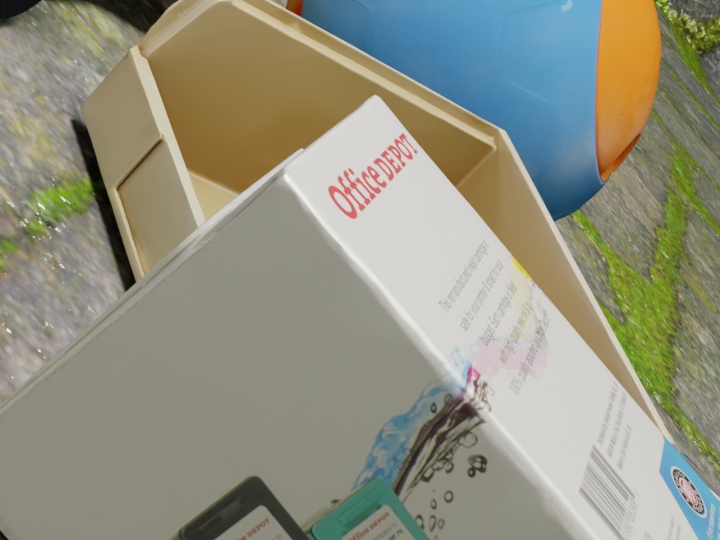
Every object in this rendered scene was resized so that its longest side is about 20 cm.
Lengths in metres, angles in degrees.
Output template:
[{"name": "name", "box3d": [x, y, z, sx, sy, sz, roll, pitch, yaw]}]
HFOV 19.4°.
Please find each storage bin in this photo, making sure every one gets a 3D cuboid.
[{"name": "storage bin", "box3d": [0.000, 0.000, 0.879, 0.198, 0.094, 0.200, 25, 30, -40]}]

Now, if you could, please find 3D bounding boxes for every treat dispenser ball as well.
[{"name": "treat dispenser ball", "box3d": [0.057, -0.115, 1.112, 0.201, 0.201, 0.201, 45, 18, -19]}]

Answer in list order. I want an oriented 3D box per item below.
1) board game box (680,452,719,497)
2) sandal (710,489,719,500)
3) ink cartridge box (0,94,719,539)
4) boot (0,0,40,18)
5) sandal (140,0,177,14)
[{"name": "board game box", "box3d": [0.205, 0.183, 1.027, 0.148, 0.064, 0.200, 47, 0, -12]}, {"name": "sandal", "box3d": [0.092, 0.081, 0.950, 0.202, 0.050, 0.082, 33, 50, 22]}, {"name": "ink cartridge box", "box3d": [0.003, 0.072, 0.676, 0.200, 0.146, 0.147, 50, 17, -3]}, {"name": "boot", "box3d": [-0.185, -0.156, 0.821, 0.097, 0.075, 0.200, 44, 6, 11]}, {"name": "sandal", "box3d": [-0.121, -0.166, 1.012, 0.054, 0.082, 0.200, 20, 15, 26]}]
